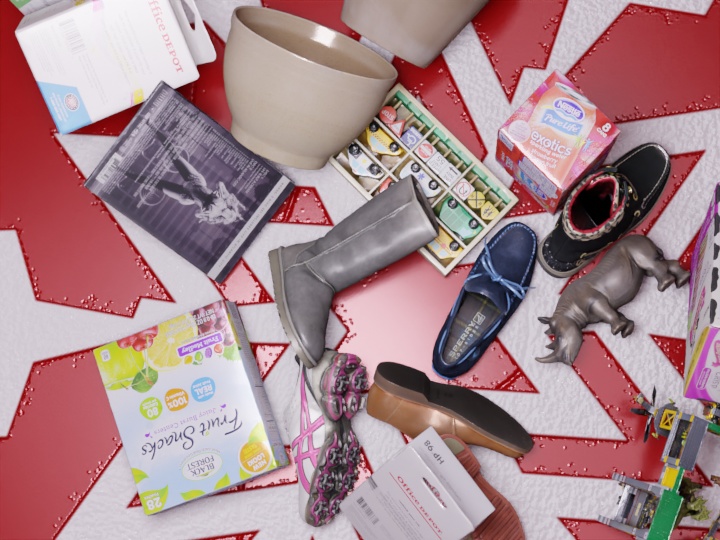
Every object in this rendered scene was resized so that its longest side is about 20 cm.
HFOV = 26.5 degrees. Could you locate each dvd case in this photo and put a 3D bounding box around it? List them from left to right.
[{"bbox_3d":[-0.194,-0.099,1.752,0.199,0.016,0.149,37,95,-21],"label":"dvd case"}]

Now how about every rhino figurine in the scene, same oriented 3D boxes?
[{"bbox_3d":[0.275,0.038,1.743,0.200,0.060,0.088,-41,63,-2],"label":"rhino figurine"}]

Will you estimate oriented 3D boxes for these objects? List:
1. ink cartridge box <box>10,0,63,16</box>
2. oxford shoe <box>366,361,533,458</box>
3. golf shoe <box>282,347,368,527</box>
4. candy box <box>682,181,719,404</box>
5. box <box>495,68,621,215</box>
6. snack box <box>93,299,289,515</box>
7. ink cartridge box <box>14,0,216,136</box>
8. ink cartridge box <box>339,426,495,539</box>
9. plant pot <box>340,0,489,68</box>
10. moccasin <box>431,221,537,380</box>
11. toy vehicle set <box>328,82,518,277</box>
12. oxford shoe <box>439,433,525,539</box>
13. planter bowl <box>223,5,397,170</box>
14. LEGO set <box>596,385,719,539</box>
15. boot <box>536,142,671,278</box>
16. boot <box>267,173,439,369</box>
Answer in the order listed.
[{"bbox_3d":[-0.325,-0.380,1.783,0.198,0.145,0.088,-24,83,-1],"label":"ink cartridge box"},{"bbox_3d":[0.100,0.173,1.744,0.198,0.071,0.072,23,114,4],"label":"oxford shoe"},{"bbox_3d":[-0.048,0.189,1.747,0.091,0.072,0.203,8,90,39],"label":"golf shoe"},{"bbox_3d":[0.397,0.025,1.662,0.060,0.137,0.202,9,52,4],"label":"candy box"},{"bbox_3d":[0.216,-0.139,1.699,0.095,0.200,0.100,-45,83,-1],"label":"box"},{"bbox_3d":[-0.192,0.156,1.740,0.167,0.068,0.202,-21,83,9],"label":"snack box"},{"bbox_3d":[-0.277,-0.262,1.758,0.198,0.125,0.130,-22,109,-1],"label":"ink cartridge box"},{"bbox_3d":[0.068,0.251,1.658,0.066,0.200,0.116,-33,81,-35],"label":"ink cartridge box"},{"bbox_3d":[0.067,-0.337,1.752,0.199,0.200,0.175,31,103,6],"label":"plant pot"},{"bbox_3d":[0.149,0.036,1.746,0.080,0.068,0.202,25,82,6],"label":"moccasin"},{"bbox_3d":[0.072,-0.106,1.789,0.200,0.027,0.124,44,87,7],"label":"toy vehicle set"},{"bbox_3d":[0.123,0.277,1.729,0.071,0.074,0.201,-32,96,-40],"label":"oxford shoe"},{"bbox_3d":[-0.073,-0.199,1.738,0.198,0.200,0.136,25,109,5],"label":"planter bowl"},{"bbox_3d":[0.355,0.239,1.710,0.152,0.116,0.202,15,87,-25],"label":"LEGO set"},{"bbox_3d":[0.287,-0.084,1.707,0.203,0.154,0.073,-43,80,-12],"label":"boot"},{"bbox_3d":[0.000,0.000,1.722,0.198,0.073,0.183,-21,56,8],"label":"boot"}]
